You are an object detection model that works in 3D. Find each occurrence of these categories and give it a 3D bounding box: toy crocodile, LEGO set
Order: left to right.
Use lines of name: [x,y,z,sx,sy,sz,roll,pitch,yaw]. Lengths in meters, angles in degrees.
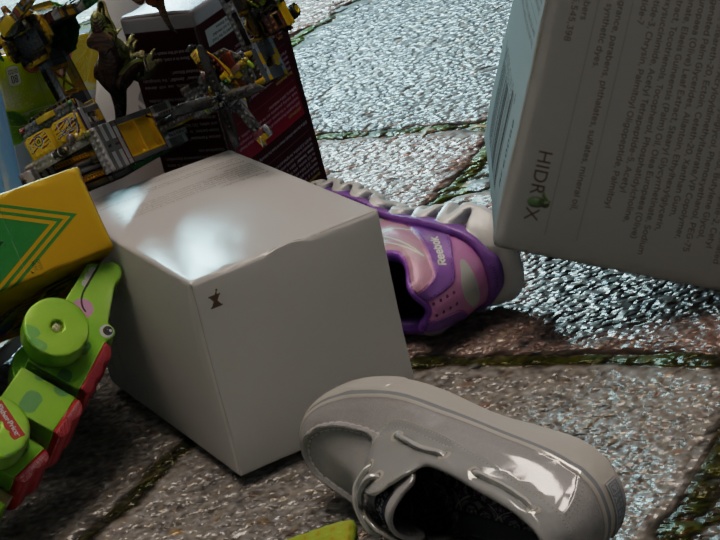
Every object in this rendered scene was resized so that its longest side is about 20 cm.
toy crocodile: [-0.177,0.077,1.209,0.061,0.068,0.201,28,51,-1]
LEGO set: [-0.145,-0.127,1.328,0.199,0.155,0.116,-17,6,26]

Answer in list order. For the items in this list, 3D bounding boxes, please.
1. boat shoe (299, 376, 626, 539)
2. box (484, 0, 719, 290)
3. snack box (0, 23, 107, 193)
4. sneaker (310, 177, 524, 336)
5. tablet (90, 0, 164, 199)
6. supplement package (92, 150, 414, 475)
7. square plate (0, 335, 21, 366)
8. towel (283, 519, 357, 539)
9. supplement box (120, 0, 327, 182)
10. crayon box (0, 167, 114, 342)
boat shoe: [0.034,0.107,1.077,0.199,0.073,0.068,18,34,39]
box: [0.175,-0.120,1.303,0.170,0.202,0.199,11,21,-3]
snack box: [-0.175,-0.081,1.497,0.067,0.170,0.199,0,15,43]
sneaker: [0.000,0.000,1.353,0.199,0.081,0.088,7,37,42]
tablet: [-0.127,-0.106,1.486,0.014,0.202,0.130,-10,-17,43]
supplement package: [-0.073,0.019,1.283,0.120,0.121,0.200,-21,21,-21]
square plate: [-0.323,0.080,1.427,0.198,0.029,0.198,-6,22,22]
towel: [-0.079,0.179,1.022,0.142,0.023,0.200,-10,22,16]
supplement box: [-0.083,-0.093,1.459,0.060,0.202,0.109,-3,23,30]
crayon box: [-0.254,0.019,1.299,0.172,0.059,0.200,-21,-6,-25]
